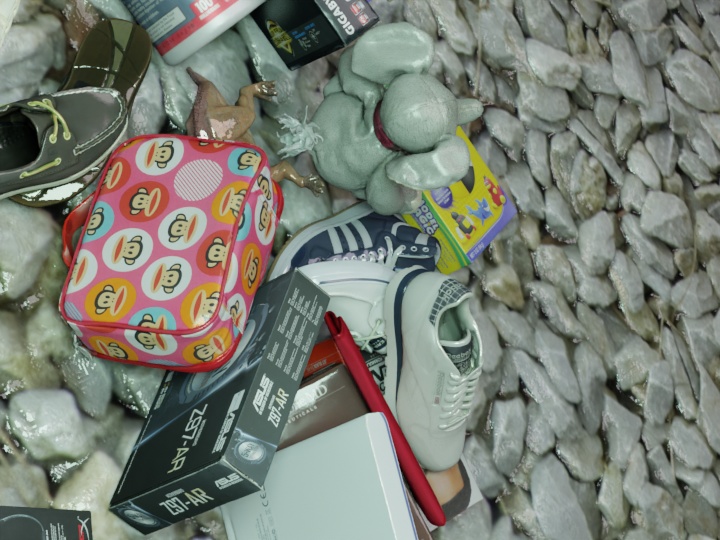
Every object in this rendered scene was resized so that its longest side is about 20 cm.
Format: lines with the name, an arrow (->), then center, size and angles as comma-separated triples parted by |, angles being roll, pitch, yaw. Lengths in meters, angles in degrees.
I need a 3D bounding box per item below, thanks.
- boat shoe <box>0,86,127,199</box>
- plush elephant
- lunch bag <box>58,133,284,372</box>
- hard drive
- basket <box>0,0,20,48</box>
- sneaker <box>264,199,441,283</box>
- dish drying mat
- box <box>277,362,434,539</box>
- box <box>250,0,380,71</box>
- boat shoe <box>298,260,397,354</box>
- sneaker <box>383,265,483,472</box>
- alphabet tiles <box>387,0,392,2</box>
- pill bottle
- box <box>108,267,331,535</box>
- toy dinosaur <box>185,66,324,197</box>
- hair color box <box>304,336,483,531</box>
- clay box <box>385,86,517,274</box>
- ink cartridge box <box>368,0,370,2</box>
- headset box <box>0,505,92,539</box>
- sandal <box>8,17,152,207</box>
boat shoe -> -0.271, -0.103, 1.416 | 0.201, 0.061, 0.072 | -28, 80, -28
plush elephant -> 0.037, -0.136, 1.583 | 0.200, 0.154, 0.166 | -11, 91, -59
lunch bag -> -0.169, -0.019, 1.458 | 0.082, 0.175, 0.201 | 68, 33, -55
hard drive -> -0.037, 0.208, 1.438 | 0.025, 0.200, 0.133 | -2, 72, -45
basket -> -0.384, -0.202, 1.329 | 0.198, 0.160, 0.201 | 37, 51, -27
sneaker -> 0.000, 0.000, 1.638 | 0.108, 0.070, 0.200 | 29, 35, 21
dish drying mat -> 0.022, 0.129, 1.524 | 0.201, 0.018, 0.077 | 63, 0, -17
box -> -0.016, 0.191, 1.533 | 0.100, 0.075, 0.201 | -28, 90, -10
box -> -0.070, -0.275, 1.647 | 0.046, 0.200, 0.159 | -38, 101, -14
boat shoe -> 0.019, 0.041, 1.579 | 0.199, 0.073, 0.067 | 11, 58, -39
sneaker -> 0.071, 0.096, 1.551 | 0.076, 0.080, 0.201 | -31, 123, -38
alphabet tiles -> -0.035, -0.358, 1.756 | 0.196, 0.015, 0.200 | 55, 3, 22
pill bottle -> -0.185, -0.301, 1.601 | 0.200, 0.119, 0.120 | 54, 43, -10
box -> -0.115, 0.109, 1.441 | 0.043, 0.160, 0.201 | 39, 49, -24
toy dinosaur -> -0.126, -0.102, 1.587 | 0.135, 0.086, 0.201 | -17, 83, -46
hair color box -> 0.027, 0.147, 1.634 | 0.101, 0.061, 0.201 | -24, 89, -47
clay box -> 0.071, -0.108, 1.810 | 0.201, 0.047, 0.115 | 55, 43, -10
ink cartridge box -> -0.064, -0.335, 1.658 | 0.043, 0.200, 0.199 | -38, 118, -13
headset box -> -0.291, 0.248, 1.262 | 0.199, 0.075, 0.150 | 10, 64, -42
sandal -> -0.243, -0.131, 1.505 | 0.081, 0.055, 0.201 | 25, 62, -5
